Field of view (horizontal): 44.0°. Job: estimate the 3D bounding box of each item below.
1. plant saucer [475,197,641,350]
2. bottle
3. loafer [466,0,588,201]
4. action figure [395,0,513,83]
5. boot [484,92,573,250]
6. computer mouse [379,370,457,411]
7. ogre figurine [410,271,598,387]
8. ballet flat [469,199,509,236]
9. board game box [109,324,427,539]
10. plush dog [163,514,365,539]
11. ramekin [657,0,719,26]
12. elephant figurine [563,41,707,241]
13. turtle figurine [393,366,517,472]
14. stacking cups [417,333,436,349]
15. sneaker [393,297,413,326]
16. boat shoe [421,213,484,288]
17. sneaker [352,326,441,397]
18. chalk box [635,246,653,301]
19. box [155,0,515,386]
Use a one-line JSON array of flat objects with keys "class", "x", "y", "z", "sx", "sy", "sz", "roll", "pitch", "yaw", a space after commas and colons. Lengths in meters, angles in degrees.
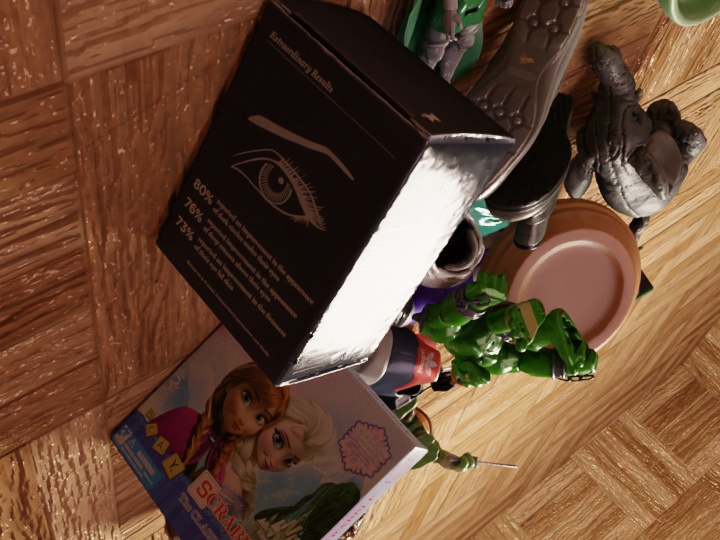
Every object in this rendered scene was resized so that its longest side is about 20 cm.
[{"class": "plant saucer", "x": 0.220, "y": 0.022, "z": 0.964, "sx": 0.200, "sy": 0.037, "sz": 0.201, "roll": -7, "pitch": 114, "yaw": -15}, {"class": "bottle", "x": 0.098, "y": 0.011, "z": 0.976, "sx": 0.200, "sy": 0.065, "sz": 0.084, "roll": -21, "pitch": 141, "yaw": -40}, {"class": "loafer", "x": 0.129, "y": -0.145, "z": 0.729, "sx": 0.200, "sy": 0.070, "sz": 0.070, "roll": -60, "pitch": 165, "yaw": 1}, {"class": "action figure", "x": 0.069, "y": -0.191, "z": 0.616, "sx": 0.118, "sy": 0.055, "sz": 0.200, "roll": -34, "pitch": 154, "yaw": -33}, {"class": "boot", "x": 0.161, "y": -0.069, "z": 0.825, "sx": 0.200, "sy": 0.068, "sz": 0.131, "roll": -60, "pitch": 153, "yaw": -48}, {"class": "computer mouse", "x": 0.059, "y": 0.130, "z": 1.008, "sx": 0.059, "sy": 0.034, "sz": 0.200, "roll": -27, "pitch": 177, "yaw": -34}, {"class": "ogre figurine", "x": 0.140, "y": 0.064, "z": 0.884, "sx": 0.120, "sy": 0.098, "sz": 0.200, "roll": -15, "pitch": 164, "yaw": 41}, {"class": "ballet flat", "x": 0.094, "y": -0.074, "z": 0.838, "sx": 0.070, "sy": 0.067, "sz": 0.200, "roll": -30, "pitch": 156, "yaw": 11}, {"class": "board game box", "x": -0.082, "y": 0.145, "z": 0.748, "sx": 0.200, "sy": 0.200, "sz": 0.041, "roll": -45, "pitch": 156, "yaw": 2}, {"class": "plush dog", "x": -0.085, "y": 0.258, "z": 0.960, "sx": 0.200, "sy": 0.172, "sz": 0.160, "roll": -49, "pitch": 156, "yaw": 9}, {"class": "ramekin", "x": 0.281, "y": -0.306, "z": 0.703, "sx": 0.200, "sy": 0.098, "sz": 0.200, "roll": -35, "pitch": 155, "yaw": -19}, {"class": "elephant figurine", "x": 0.277, "y": -0.130, "z": 0.952, "sx": 0.141, "sy": 0.155, "sz": 0.200, "roll": -42, "pitch": 161, "yaw": 27}, {"class": "turtle figurine", "x": 0.105, "y": 0.190, "z": 1.172, "sx": 0.194, "sy": 0.200, "sz": 0.144, "roll": 17, "pitch": 79, "yaw": -75}, {"class": "stacking cups", "x": 0.034, "y": 0.100, "z": 1.025, "sx": 0.061, "sy": 0.061, "sz": 0.200, "roll": -53, "pitch": 155, "yaw": 20}, {"class": "sneaker", "x": 0.002, "y": 0.002, "z": 0.821, "sx": 0.104, "sy": 0.060, "sz": 0.200, "roll": -31, "pitch": 147, "yaw": -33}, {"class": "boat shoe", "x": 0.075, "y": -0.024, "z": 0.774, "sx": 0.072, "sy": 0.066, "sz": 0.200, "roll": -53, "pitch": 152, "yaw": -9}, {"class": "sneaker", "x": 0.013, "y": 0.090, "z": 0.854, "sx": 0.200, "sy": 0.084, "sz": 0.075, "roll": 172, "pitch": -67, "yaw": -71}, {"class": "chalk box", "x": 0.261, "y": 0.014, "z": 1.102, "sx": 0.125, "sy": 0.124, "sz": 0.200, "roll": -24, "pitch": 166, "yaw": -35}, {"class": "box", "x": -0.023, "y": -0.050, "z": 0.583, "sx": 0.104, "sy": 0.148, "sz": 0.200, "roll": -9, "pitch": 139, "yaw": -52}]
